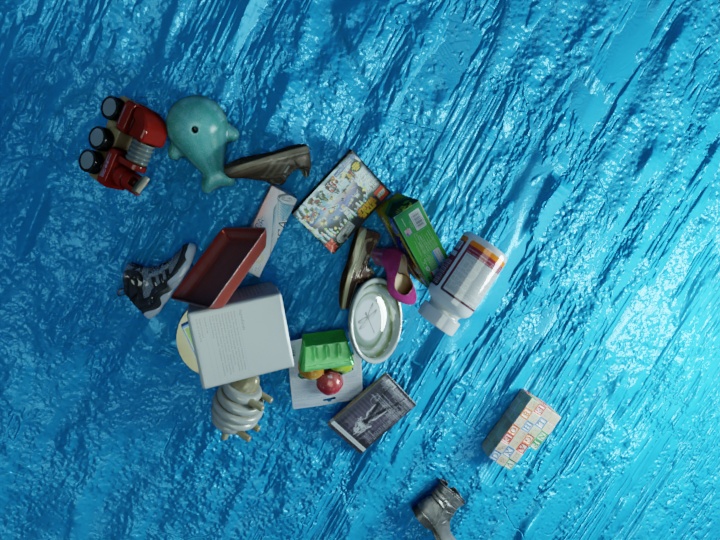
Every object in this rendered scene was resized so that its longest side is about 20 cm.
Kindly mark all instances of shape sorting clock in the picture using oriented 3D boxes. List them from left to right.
[{"bbox_3d":[-0.332,0.155,1.304,0.196,0.039,0.204,-2,97,-17],"label":"shape sorting clock"}]

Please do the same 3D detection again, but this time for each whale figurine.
[{"bbox_3d":[-0.330,-0.263,1.161,0.156,0.104,0.203,-17,110,-6],"label":"whale figurine"}]

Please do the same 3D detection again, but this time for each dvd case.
[{"bbox_3d":[0.032,0.370,1.424,0.199,0.016,0.149,-41,121,1],"label":"dvd case"}]

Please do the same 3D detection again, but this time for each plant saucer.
[{"bbox_3d":[-0.291,-0.003,1.161,0.037,0.198,0.201,46,65,-32],"label":"plant saucer"},{"bbox_3d":[0.026,0.119,1.322,0.198,0.050,0.204,1,88,-49],"label":"plant saucer"}]

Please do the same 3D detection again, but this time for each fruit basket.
[{"bbox_3d":[-0.085,0.245,1.362,0.182,0.094,0.203,-7,121,-9],"label":"fruit basket"}]

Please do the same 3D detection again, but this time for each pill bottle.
[{"bbox_3d":[0.211,0.029,1.160,0.109,0.110,0.202,32,94,-16],"label":"pill bottle"}]

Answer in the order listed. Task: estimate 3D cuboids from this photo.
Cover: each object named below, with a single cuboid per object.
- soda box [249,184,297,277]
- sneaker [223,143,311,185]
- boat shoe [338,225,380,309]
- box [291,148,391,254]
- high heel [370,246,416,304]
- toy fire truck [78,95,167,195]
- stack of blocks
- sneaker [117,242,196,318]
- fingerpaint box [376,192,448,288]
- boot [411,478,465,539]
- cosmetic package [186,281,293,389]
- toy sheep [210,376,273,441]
[{"bbox_3d":[-0.216,-0.091,1.249,0.068,0.064,0.202,25,100,-15],"label":"soda box"},{"bbox_3d":[-0.195,-0.216,1.196,0.197,0.070,0.077,-20,114,-22],"label":"sneaker"},{"bbox_3d":[0.000,0.000,1.310,0.071,0.072,0.204,14,96,-12],"label":"boat shoe"},{"bbox_3d":[-0.044,-0.158,1.274,0.137,0.040,0.200,42,94,-18],"label":"box"},{"bbox_3d":[0.102,0.022,1.298,0.200,0.095,0.068,48,66,-37],"label":"high heel"},{"bbox_3d":[-0.445,-0.229,1.090,0.198,0.128,0.178,32,99,18],"label":"toy fire truck"},{"bbox_3d":[0.438,0.441,1.510,0.114,0.059,0.201,33,97,-17],"label":"stack of blocks"},{"bbox_3d":[-0.455,0.003,1.222,0.113,0.076,0.201,35,99,-19],"label":"sneaker"},{"bbox_3d":[0.124,-0.066,1.262,0.073,0.167,0.202,-32,109,-4],"label":"fingerpaint box"},{"bbox_3d":[0.246,0.686,1.539,0.131,0.070,0.201,-41,112,-3],"label":"boot"},{"bbox_3d":[-0.265,0.135,1.213,0.196,0.167,0.170,-12,100,-14],"label":"cosmetic package"},{"bbox_3d":[-0.291,0.326,1.312,0.136,0.138,0.202,22,105,-15],"label":"toy sheep"}]
